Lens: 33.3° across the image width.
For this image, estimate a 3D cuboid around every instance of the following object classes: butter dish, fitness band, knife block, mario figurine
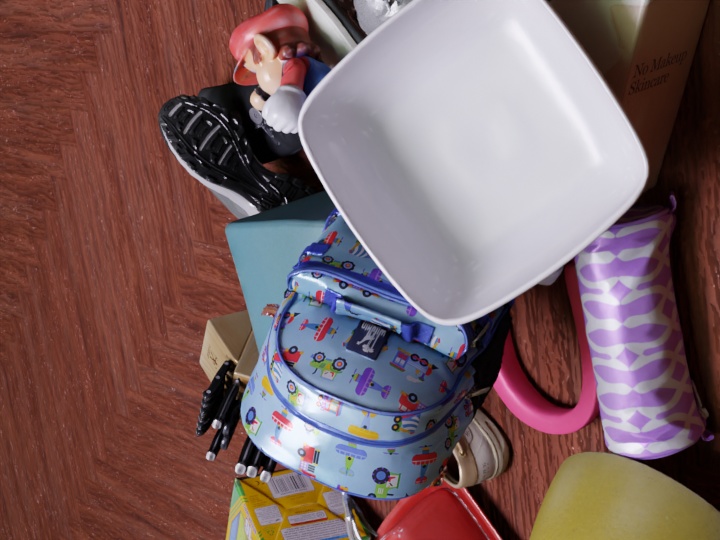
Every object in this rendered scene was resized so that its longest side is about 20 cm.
[{"bbox_3d":[0.061,0.328,1.189,0.201,0.147,0.200,53,139,20],"label":"butter dish"},{"bbox_3d":[0.155,0.041,1.034,0.143,0.037,0.203,2,107,53],"label":"fitness band"},{"bbox_3d":[-0.079,0.117,1.203,0.176,0.198,0.064,51,140,34],"label":"knife block"},{"bbox_3d":[-0.049,-0.145,1.056,0.200,0.106,0.124,43,164,29],"label":"mario figurine"}]

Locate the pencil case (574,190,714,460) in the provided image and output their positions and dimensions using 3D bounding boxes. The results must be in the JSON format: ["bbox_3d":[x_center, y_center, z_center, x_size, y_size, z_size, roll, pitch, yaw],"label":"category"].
[{"bbox_3d":[0.215,0.047,0.925,0.084,0.084,0.203,-10,104,16],"label":"pencil case"}]

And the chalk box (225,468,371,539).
[{"bbox_3d":[-0.079,0.338,1.362,0.124,0.123,0.202,-125,36,-47],"label":"chalk box"}]

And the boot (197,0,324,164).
[{"bbox_3d":[-0.102,-0.192,1.222,0.199,0.065,0.167,-5,101,56],"label":"boot"}]

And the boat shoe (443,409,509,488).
[{"bbox_3d":[0.055,0.132,1.167,0.200,0.069,0.074,41,135,31],"label":"boat shoe"}]

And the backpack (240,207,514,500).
[{"bbox_3d":[0.009,0.064,0.904,0.181,0.200,0.136,23,130,13],"label":"backpack"}]

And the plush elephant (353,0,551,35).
[{"bbox_3d":[0.082,-0.197,0.921,0.154,0.200,0.165,35,113,-2],"label":"plush elephant"}]

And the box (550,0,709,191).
[{"bbox_3d":[0.182,-0.152,0.861,0.077,0.094,0.202,34,132,34],"label":"box"}]

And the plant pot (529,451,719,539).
[{"bbox_3d":[0.200,0.264,0.938,0.199,0.142,0.201,33,152,20],"label":"plant pot"}]

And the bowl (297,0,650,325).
[{"bbox_3d":[0.079,-0.086,0.830,0.199,0.075,0.201,-36,87,19],"label":"bowl"}]

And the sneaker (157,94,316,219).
[{"bbox_3d":[-0.128,-0.094,1.219,0.200,0.074,0.079,43,157,-14],"label":"sneaker"}]

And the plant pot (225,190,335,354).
[{"bbox_3d":[0.000,0.000,1.111,0.199,0.140,0.143,-4,104,53],"label":"plant pot"}]

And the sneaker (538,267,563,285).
[{"bbox_3d":[0.109,-0.076,0.979,0.071,0.072,0.201,-54,52,29],"label":"sneaker"}]

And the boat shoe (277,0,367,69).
[{"bbox_3d":[-0.025,-0.242,1.093,0.201,0.061,0.073,52,161,13],"label":"boat shoe"}]

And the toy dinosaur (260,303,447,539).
[{"bbox_3d":[0.011,0.131,1.074,0.104,0.182,0.202,-24,60,11],"label":"toy dinosaur"}]
